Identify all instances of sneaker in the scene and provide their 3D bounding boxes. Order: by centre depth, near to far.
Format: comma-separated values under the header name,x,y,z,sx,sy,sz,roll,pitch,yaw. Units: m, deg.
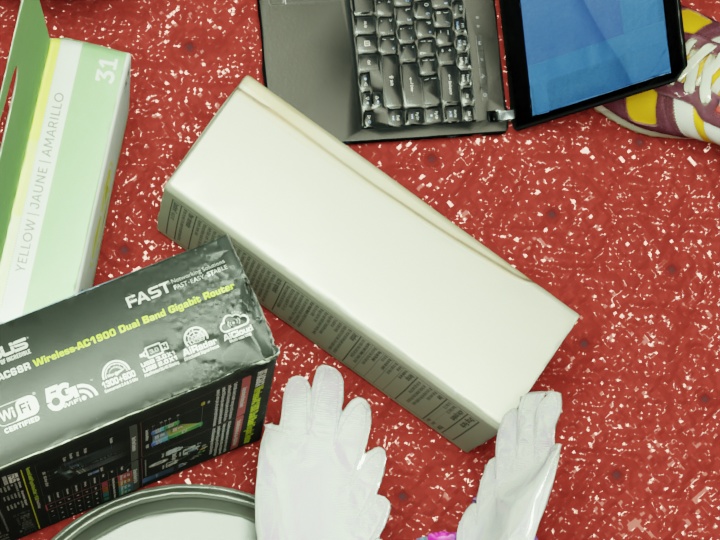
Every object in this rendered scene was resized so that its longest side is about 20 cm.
name,x,y,z,sx,sy,sz,roll,pitch,yaw
sneaker,0.199,-0.093,1.189,0.199,0.090,0.075,24,78,-2

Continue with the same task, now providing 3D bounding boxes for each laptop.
name,x,y,z,sx,sy,sz,roll,pitch,yaw
laptop,0.049,-0.164,1.178,0.199,0.103,0.178,-4,80,-8

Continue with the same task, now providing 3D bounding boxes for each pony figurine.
name,x,y,z,sx,sy,sz,roll,pitch,yaw
pony figurine,0.031,0.156,1.075,0.166,0.200,0.194,-2,63,37

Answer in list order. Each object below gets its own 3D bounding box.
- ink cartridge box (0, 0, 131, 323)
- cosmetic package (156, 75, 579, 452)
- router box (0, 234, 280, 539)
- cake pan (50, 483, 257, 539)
name,x,y,z,sx,sy,sz,roll,pitch,yaw
ink cartridge box,-0.143,-0.040,1.081,0.048,0.200,0.146,11,77,-4
cosmetic package,0.000,0.000,1.143,0.200,0.104,0.073,35,77,-1
router box,-0.120,0.061,1.066,0.149,0.200,0.062,-21,78,-10
cake pan,-0.083,0.203,1.130,0.199,0.037,0.201,1,79,-7
